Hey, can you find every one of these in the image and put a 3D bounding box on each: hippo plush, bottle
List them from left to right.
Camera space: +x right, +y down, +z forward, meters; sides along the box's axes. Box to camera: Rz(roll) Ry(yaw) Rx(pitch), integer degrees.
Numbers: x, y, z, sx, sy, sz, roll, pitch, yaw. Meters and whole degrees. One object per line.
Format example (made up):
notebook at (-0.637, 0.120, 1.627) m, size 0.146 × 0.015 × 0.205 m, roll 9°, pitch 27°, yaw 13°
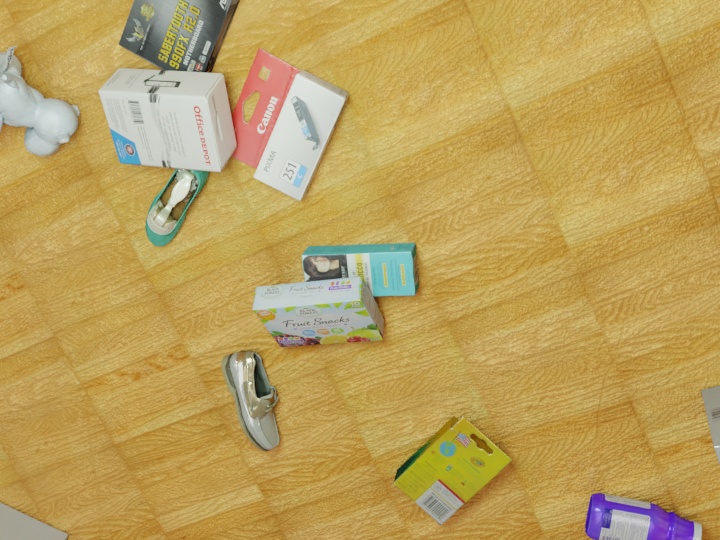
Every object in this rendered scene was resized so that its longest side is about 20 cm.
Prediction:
hippo plush at (-0.574, -0.292, 1.758) m, size 0.160 × 0.161 × 0.200 m, roll 23°, pitch 134°, yaw -29°
bottle at (0.508, 0.458, 1.805) m, size 0.197 × 0.065 × 0.085 m, roll 8°, pitch 112°, yaw 9°

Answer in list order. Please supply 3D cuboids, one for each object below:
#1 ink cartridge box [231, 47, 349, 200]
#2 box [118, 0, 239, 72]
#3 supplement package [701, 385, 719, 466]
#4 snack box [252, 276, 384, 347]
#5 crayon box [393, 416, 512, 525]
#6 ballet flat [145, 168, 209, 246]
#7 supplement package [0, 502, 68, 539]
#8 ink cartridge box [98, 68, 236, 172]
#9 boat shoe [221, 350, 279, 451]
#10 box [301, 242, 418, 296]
ink cartridge box at (-0.137, -0.247, 1.706) m, size 0.175 × 0.045 × 0.202 m, roll 27°, pitch 113°, yaw 1°
box at (-0.295, -0.432, 1.672) m, size 0.157 × 0.048 × 0.201 m, roll 28°, pitch 113°, yaw 1°
supplement package at (0.653, 0.266, 1.629) m, size 0.154 × 0.200 × 0.112 m, roll -19°, pitch 104°, yaw 19°
snack box at (-0.071, 0.075, 1.761) m, size 0.197 × 0.054 × 0.143 m, roll -6°, pitch 145°, yaw 17°
crayon box at (0.172, 0.361, 1.854) m, size 0.127 × 0.051 × 0.200 m, roll 42°, pitch 113°, yaw -4°
ballet flat at (-0.337, -0.119, 1.783) m, size 0.067 × 0.070 × 0.201 m, roll 35°, pitch 113°, yaw -2°
supplement package at (-0.748, 0.631, 2.106) m, size 0.189 × 0.147 × 0.202 m, roll 24°, pitch 113°, yaw 3°
ink cartridge box at (-0.320, -0.255, 1.693) m, size 0.197 × 0.085 × 0.147 m, roll 6°, pitch 131°, yaw 15°
boat shoe at (-0.192, 0.245, 1.881) m, size 0.068 × 0.075 × 0.202 m, roll -17°, pitch 104°, yaw 23°
box at (0.000, 0.000, 1.762) m, size 0.197 × 0.049 × 0.083 m, roll -2°, pitch 109°, yaw 13°
